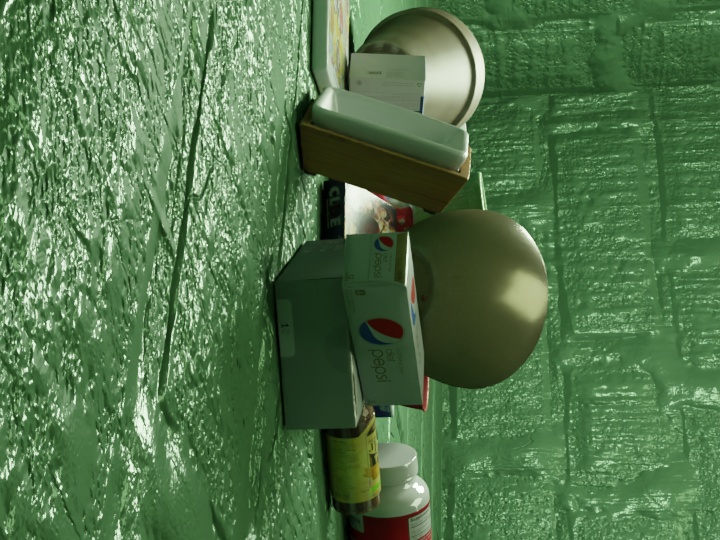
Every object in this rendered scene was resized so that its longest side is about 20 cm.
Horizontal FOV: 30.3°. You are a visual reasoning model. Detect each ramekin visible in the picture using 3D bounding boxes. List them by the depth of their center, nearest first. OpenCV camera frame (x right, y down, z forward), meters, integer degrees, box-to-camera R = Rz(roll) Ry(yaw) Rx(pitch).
[{"bbox_3d":[0.130,-0.029,1.820,0.200,0.097,0.203,-7,90,-83],"label":"ramekin"}]

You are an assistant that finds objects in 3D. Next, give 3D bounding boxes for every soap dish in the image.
[{"bbox_3d":[0.028,-0.140,1.541,0.158,0.198,0.082,-74,-178,-72],"label":"soap dish"}]

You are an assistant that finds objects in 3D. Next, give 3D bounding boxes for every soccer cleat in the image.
[{"bbox_3d":[0.012,-0.111,1.778,0.200,0.066,0.077,46,18,-46],"label":"soccer cleat"}]

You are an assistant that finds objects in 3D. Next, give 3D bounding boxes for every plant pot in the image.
[{"bbox_3d":[0.087,0.025,1.455,0.134,0.199,0.203,10,76,-48],"label":"plant pot"},{"bbox_3d":[0.062,-0.280,1.941,0.173,0.198,0.202,-27,116,-63],"label":"plant pot"}]

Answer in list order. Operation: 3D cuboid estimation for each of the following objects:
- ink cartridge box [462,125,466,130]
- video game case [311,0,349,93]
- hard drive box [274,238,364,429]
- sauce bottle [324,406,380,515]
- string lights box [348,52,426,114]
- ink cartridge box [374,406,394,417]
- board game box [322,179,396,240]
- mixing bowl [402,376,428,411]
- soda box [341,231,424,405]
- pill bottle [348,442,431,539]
[{"bbox_3d":[0.134,-0.188,2.556,0.201,0.144,0.146,-78,165,-61],"label":"ink cartridge box"},{"bbox_3d":[-0.036,-0.306,1.696,0.182,0.023,0.202,68,21,-71],"label":"video game case"},{"bbox_3d":[-0.033,0.062,1.408,0.200,0.076,0.158,-63,150,-77],"label":"hard drive box"},{"bbox_3d":[-0.012,0.194,1.594,0.065,0.064,0.202,-76,163,-66],"label":"sauce bottle"},{"bbox_3d":[0.033,-0.195,1.811,0.059,0.101,0.201,-87,180,-46],"label":"string lights box"},{"bbox_3d":[0.029,0.095,2.048,0.200,0.040,0.202,77,13,-59],"label":"ink cartridge box"},{"bbox_3d":[0.000,0.000,1.668,0.135,0.034,0.202,26,60,-56],"label":"board game box"},{"bbox_3d":[0.034,0.094,1.810,0.200,0.107,0.203,-3,90,-83],"label":"mixing bowl"},{"bbox_3d":[0.025,0.052,1.319,0.201,0.063,0.069,79,11,-50],"label":"soda box"},{"bbox_3d":[0.039,0.340,1.777,0.112,0.111,0.202,-68,154,-73],"label":"pill bottle"}]
